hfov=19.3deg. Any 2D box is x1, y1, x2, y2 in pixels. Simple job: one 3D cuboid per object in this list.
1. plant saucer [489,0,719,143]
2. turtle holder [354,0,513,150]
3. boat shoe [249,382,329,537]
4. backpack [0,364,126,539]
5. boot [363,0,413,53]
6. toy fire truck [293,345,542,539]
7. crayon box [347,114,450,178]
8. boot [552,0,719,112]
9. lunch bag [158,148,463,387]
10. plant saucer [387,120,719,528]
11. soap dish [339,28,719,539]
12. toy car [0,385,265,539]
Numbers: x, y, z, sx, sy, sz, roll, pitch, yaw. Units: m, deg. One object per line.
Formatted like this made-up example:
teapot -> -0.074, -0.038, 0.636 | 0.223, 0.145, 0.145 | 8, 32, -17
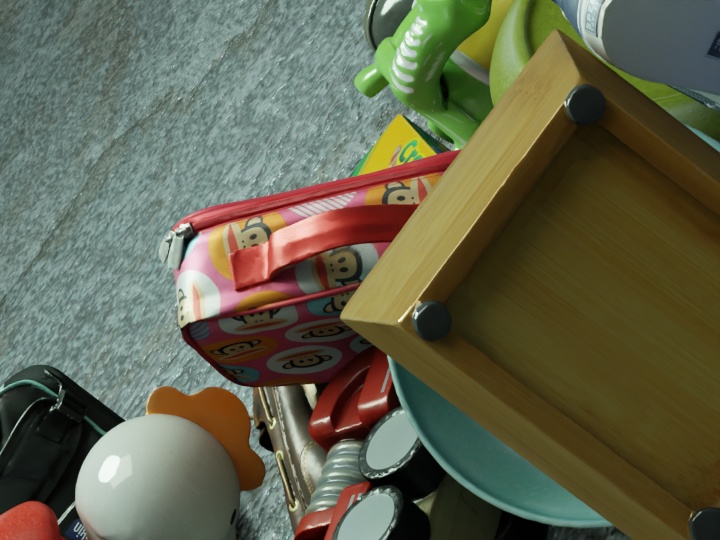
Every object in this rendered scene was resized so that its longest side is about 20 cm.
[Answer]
plant saucer -> 0.156, -0.129, 1.076 | 0.200, 0.031, 0.200 | -14, 47, 15
turtle holder -> 0.077, -0.125, 1.228 | 0.132, 0.185, 0.141 | -51, 33, 11
boat shoe -> -0.035, 0.084, 1.257 | 0.070, 0.070, 0.200 | -43, 37, 18
backpack -> -0.209, 0.181, 1.380 | 0.200, 0.176, 0.153 | -54, 5, -2
boot -> 0.088, -0.195, 1.487 | 0.182, 0.073, 0.200 | -52, 28, 12
toy fire truck -> 0.002, 0.135, 1.112 | 0.200, 0.129, 0.176 | -19, 39, 40
crayon box -> 0.031, -0.013, 1.323 | 0.119, 0.058, 0.200 | -52, 21, 7
boot -> 0.170, -0.112, 0.975 | 0.073, 0.200, 0.090 | -59, 33, 17
lunch bag -> 0.000, 0.000, 1.135 | 0.200, 0.176, 0.082 | -13, 72, 10
plant saucer -> 0.111, 0.023, 1.004 | 0.200, 0.200, 0.036 | -53, -22, 2
soap dish -> 0.116, 0.018, 0.905 | 0.157, 0.200, 0.081 | -53, 3, 2
toy car -> -0.117, 0.163, 1.224 | 0.200, 0.177, 0.184 | -52, 10, -10
